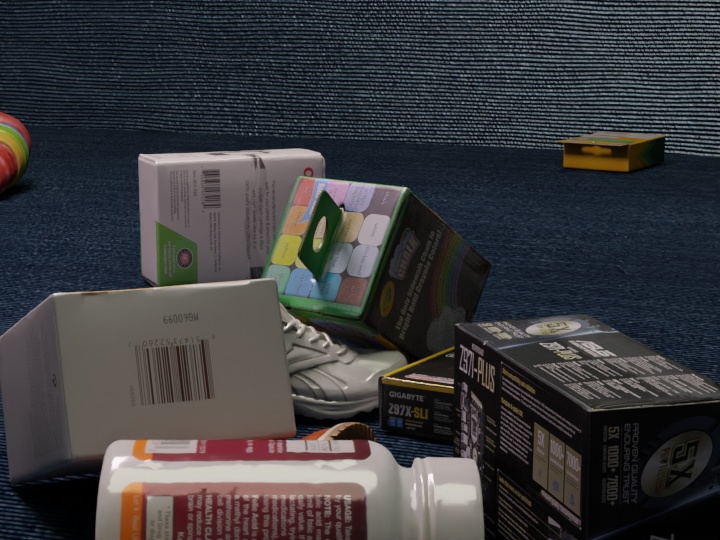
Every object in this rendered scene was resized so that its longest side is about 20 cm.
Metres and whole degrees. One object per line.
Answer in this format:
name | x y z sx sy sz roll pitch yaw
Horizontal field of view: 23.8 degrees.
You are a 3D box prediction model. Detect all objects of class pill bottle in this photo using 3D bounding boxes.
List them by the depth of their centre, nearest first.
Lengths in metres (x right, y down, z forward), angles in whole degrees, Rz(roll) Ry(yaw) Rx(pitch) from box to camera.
pill bottle | -0.037 0.148 0.916 0.199 0.115 0.114 1 11 -2

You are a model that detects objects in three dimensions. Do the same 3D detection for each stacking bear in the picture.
stacking bear | -0.572 -0.168 2.632 0.113 0.122 0.200 -8 20 -3

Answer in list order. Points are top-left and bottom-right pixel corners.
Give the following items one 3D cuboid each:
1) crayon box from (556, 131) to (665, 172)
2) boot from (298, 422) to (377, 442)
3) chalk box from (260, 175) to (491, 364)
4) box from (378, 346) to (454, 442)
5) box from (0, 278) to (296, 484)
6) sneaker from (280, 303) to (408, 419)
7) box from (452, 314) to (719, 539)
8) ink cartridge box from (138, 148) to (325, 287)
crayon box | 0.440 -0.208 2.994 0.125 0.052 0.200 7 12 31
boot | -0.065 0.141 1.081 0.107 0.075 0.200 1 11 32
chalk box | 0.000 0.000 1.461 0.124 0.125 0.200 9 -19 38
box | 0.139 0.102 1.353 0.199 0.050 0.160 7 11 32
box | -0.151 0.077 1.153 0.152 0.107 0.200 -5 -8 -24
sneaker | -0.055 0.068 1.382 0.199 0.100 0.078 -2 11 -14
box | 0.120 0.124 0.917 0.086 0.164 0.200 -3 11 -15
ink cartridge box | -0.146 -0.061 1.945 0.199 0.146 0.084 -3 10 -21
